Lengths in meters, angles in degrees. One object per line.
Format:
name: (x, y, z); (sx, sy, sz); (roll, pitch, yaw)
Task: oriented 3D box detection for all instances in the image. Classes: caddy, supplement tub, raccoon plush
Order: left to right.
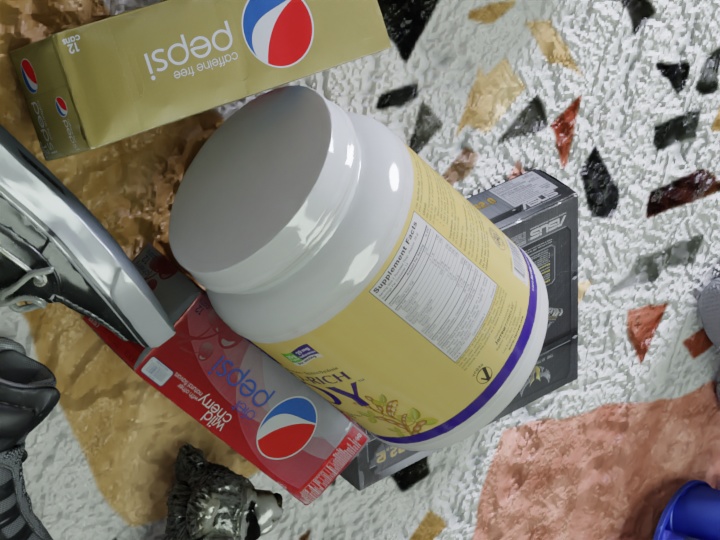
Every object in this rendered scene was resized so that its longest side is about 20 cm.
raccoon plush: (-0.129, 0.209, 1.222); (0.200, 0.097, 0.135); (-38, 126, -16)
supplement tub: (0.000, 0.000, 1.113); (0.200, 0.145, 0.146); (39, 88, -36)
caddy: (0.298, 0.266, 1.611); (0.142, 0.104, 0.201); (-61, 142, -28)

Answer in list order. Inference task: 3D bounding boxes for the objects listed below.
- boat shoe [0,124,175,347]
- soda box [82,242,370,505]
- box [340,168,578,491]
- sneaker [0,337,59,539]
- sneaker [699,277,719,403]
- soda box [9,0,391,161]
boat shoe: (-0.182, -0.015, 1.040); (0.068, 0.074, 0.199); (-42, 126, 1)
soda box: (-0.080, 0.068, 1.188); (0.064, 0.070, 0.200); (-49, 135, -4)
box: (0.061, 0.039, 1.307); (0.199, 0.048, 0.160); (-25, 129, -27)
sneaker: (-0.204, 0.111, 1.093); (0.114, 0.075, 0.200); (-46, 133, -5)
sneaker: (0.344, 0.062, 1.543); (0.113, 0.075, 0.201); (-36, 131, -15)
soda box: (-0.086, -0.121, 1.058); (0.199, 0.068, 0.065); (-23, 99, -30)
